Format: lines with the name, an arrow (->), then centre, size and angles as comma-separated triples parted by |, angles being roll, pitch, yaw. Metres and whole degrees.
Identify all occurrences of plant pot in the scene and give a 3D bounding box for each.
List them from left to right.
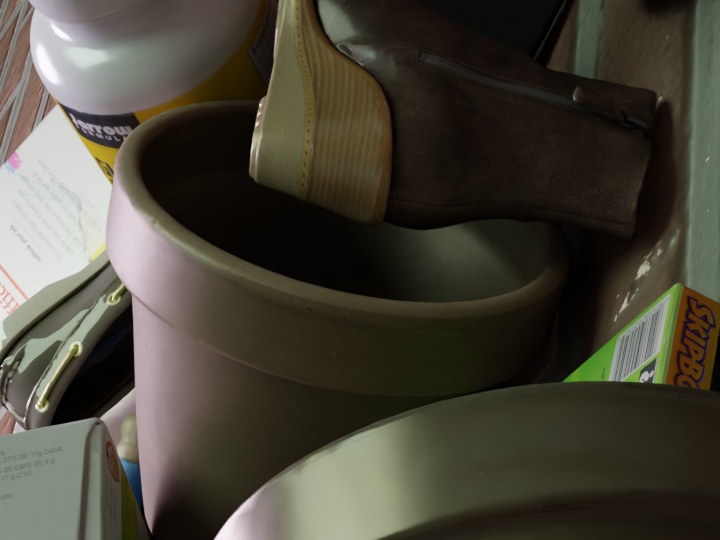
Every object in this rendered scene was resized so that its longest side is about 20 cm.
plant pot -> -0.026, 0.043, 1.290 | 0.200, 0.200, 0.175 | -96, 19, -63
plant pot -> 0.059, 0.156, 0.833 | 0.200, 0.200, 0.174 | -49, 36, 42

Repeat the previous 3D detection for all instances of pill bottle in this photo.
pill bottle -> -0.085, -0.093, 1.376 | 0.112, 0.200, 0.112 | -14, 48, 16

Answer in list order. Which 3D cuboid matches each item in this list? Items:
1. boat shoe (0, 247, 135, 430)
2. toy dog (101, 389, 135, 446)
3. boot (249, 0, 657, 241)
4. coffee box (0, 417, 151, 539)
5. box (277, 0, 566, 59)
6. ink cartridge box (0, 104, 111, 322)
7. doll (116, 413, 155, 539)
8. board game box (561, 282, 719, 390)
boat shoe -> -0.100, 0.008, 1.495 | 0.202, 0.072, 0.060 | -40, 59, -3
toy dog -> -0.149, -0.009, 1.689 | 0.194, 0.139, 0.200 | 8, 72, 64
boot -> 0.043, -0.079, 1.283 | 0.200, 0.166, 0.072 | -82, -1, -54
coffee box -> -0.178, 0.215, 1.255 | 0.198, 0.200, 0.200 | 74, -173, -45
box -> -0.022, -0.156, 1.513 | 0.124, 0.200, 0.197 | -61, 15, -11
ink cartridge box -> -0.147, -0.013, 1.581 | 0.200, 0.067, 0.116 | -47, 48, 4
doll -> -0.116, 0.120, 1.512 | 0.137, 0.048, 0.200 | 105, -176, -45
board game box -> 0.072, 0.091, 1.148 | 0.200, 0.030, 0.096 | -42, 26, 49
